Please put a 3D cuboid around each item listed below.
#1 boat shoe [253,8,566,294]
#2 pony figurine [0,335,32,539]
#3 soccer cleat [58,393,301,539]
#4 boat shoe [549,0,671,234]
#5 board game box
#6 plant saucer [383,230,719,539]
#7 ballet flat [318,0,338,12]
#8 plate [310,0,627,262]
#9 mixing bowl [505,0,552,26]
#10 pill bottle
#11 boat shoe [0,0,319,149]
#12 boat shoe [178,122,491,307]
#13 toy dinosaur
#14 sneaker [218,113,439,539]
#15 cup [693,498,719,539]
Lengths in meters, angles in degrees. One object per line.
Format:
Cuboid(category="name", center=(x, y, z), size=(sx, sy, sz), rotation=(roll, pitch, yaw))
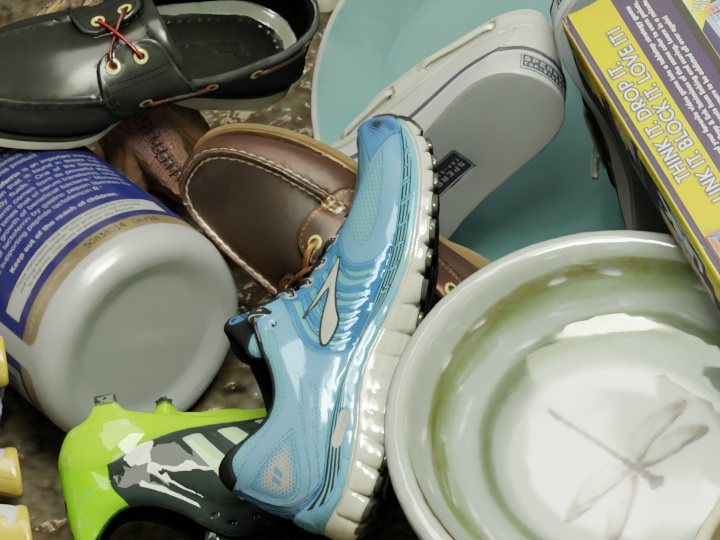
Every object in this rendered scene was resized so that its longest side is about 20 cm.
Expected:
Cuboid(category="boat shoe", center=(0.022, -0.057, 1.419), size=(0.200, 0.072, 0.066), rotation=(-43, 28, 34))
Cuboid(category="pony figurine", center=(-0.258, 0.087, 1.341), size=(0.199, 0.167, 0.194), rotation=(-8, 53, -8))
Cuboid(category="soccer cleat", center=(-0.039, 0.097, 1.338), size=(0.199, 0.068, 0.082), rotation=(-4, 70, -4))
Cuboid(category="boat shoe", center=(0.140, -0.066, 1.384), size=(0.073, 0.200, 0.068), rotation=(-28, 27, 11))
Cuboid(category="board game box", center=(0.203, -0.063, 1.245), size=(0.165, 0.057, 0.201), rotation=(-27, 55, 1))
Cuboid(category="plant saucer", center=(0.110, 0.076, 1.233), size=(0.199, 0.050, 0.201), rotation=(-2, 53, 3))
Cuboid(category="ballet flat", center=(-0.051, -0.158, 1.636), size=(0.200, 0.068, 0.067), rotation=(-35, 52, -24))
Cuboid(category="plate", center=(0.074, -0.084, 1.453), size=(0.199, 0.202, 0.026), rotation=(2, 2, 15))
Cuboid(category="mixing bowl", center=(0.109, -0.134, 1.535), size=(0.199, 0.109, 0.201), rotation=(-7, 39, 5))
Cuboid(category="pill bottle", center=(-0.160, -0.008, 1.442), size=(0.115, 0.116, 0.200), rotation=(-32, 44, -23))
Cuboid(category="boat shoe", center=(-0.114, -0.109, 1.436), size=(0.200, 0.063, 0.074), rotation=(-11, 63, -28))
Cuboid(category="boat shoe", center=(0.000, 0.000, 1.371), size=(0.199, 0.071, 0.070), rotation=(29, 31, 3))
Cuboid(category="toy dinosaur", center=(-0.115, -0.083, 1.505), size=(0.085, 0.136, 0.200), rotation=(-25, 42, -17))
Cuboid(category="sneaker", center=(-0.015, 0.017, 1.295), size=(0.089, 0.078, 0.201), rotation=(11, 66, 6))
Cuboid(category="cup", center=(0.226, 0.173, 1.112), size=(0.199, 0.144, 0.201), rotation=(-6, 40, 5))
